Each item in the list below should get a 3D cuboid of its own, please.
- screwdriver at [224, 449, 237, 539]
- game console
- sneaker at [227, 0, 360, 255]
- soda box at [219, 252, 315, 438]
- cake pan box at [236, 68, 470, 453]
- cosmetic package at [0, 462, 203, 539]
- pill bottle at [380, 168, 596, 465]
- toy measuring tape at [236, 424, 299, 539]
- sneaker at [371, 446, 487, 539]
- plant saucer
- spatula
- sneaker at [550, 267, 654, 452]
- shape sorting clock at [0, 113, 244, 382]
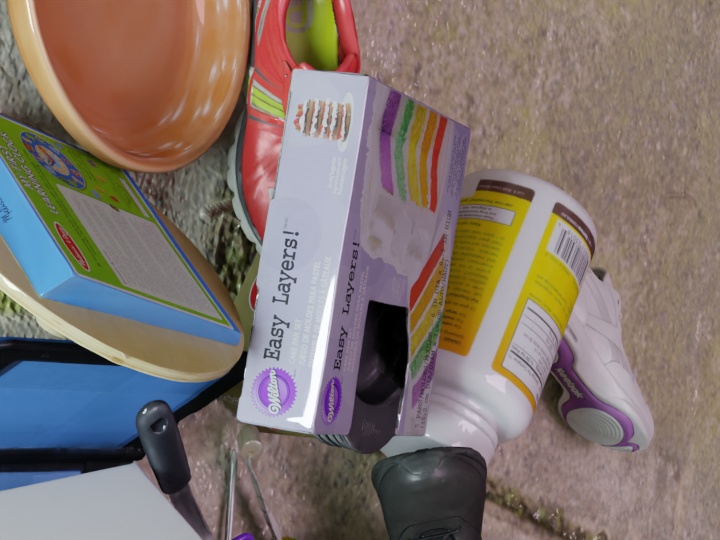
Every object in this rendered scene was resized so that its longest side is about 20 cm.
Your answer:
[{"bbox_3d":[-0.080,0.210,1.104,0.028,0.029,0.201,13,83,-50],"label":"screwdriver"},{"bbox_3d":[-0.159,0.120,0.931,0.199,0.118,0.172,7,86,-50],"label":"game console"},{"bbox_3d":[-0.034,-0.094,1.062,0.077,0.085,0.201,-3,88,-19],"label":"sneaker"},{"bbox_3d":[-0.022,0.003,1.136,0.068,0.064,0.201,47,58,-41],"label":"soda box"},{"bbox_3d":[0.000,0.000,1.025,0.184,0.052,0.201,17,82,-67],"label":"cake pan box"},{"bbox_3d":[-0.177,0.171,0.869,0.199,0.085,0.108,-7,129,-46],"label":"cosmetic package"},{"bbox_3d":[0.080,0.040,1.229,0.109,0.109,0.201,48,57,-41],"label":"pill bottle"},{"bbox_3d":[-0.019,0.176,1.140,0.074,0.073,0.201,-42,126,-41],"label":"toy measuring tape"},{"bbox_3d":[0.053,0.182,1.165,0.200,0.075,0.091,76,4,-54],"label":"sneaker"},{"bbox_3d":[-0.130,-0.153,0.998,0.200,0.037,0.202,10,79,-59],"label":"plant saucer"},{"bbox_3d":[-0.093,0.127,0.979,0.056,0.021,0.201,-31,142,-14],"label":"spatula"},{"bbox_3d":[0.182,0.059,1.382,0.100,0.075,0.200,-58,133,-29],"label":"sneaker"},{"bbox_3d":[-0.142,-0.014,0.914,0.039,0.200,0.200,-48,141,14],"label":"shape sorting clock"}]
